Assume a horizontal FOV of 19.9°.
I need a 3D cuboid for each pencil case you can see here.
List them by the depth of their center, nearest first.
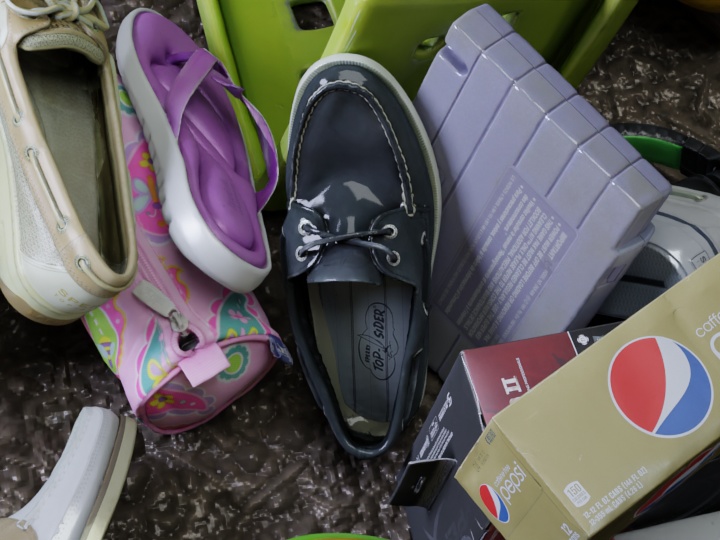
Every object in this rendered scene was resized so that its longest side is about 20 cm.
[{"bbox_3d":[-0.116,-0.017,1.018,0.087,0.088,0.200,-22,68,-22],"label":"pencil case"}]

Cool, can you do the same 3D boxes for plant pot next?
[{"bbox_3d":[0.029,-0.166,1.071,0.181,0.199,0.201,-6,64,-22],"label":"plant pot"}]

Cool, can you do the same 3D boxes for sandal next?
[{"bbox_3d":[-0.069,-0.067,1.016,0.082,0.050,0.203,35,25,-41],"label":"sandal"}]

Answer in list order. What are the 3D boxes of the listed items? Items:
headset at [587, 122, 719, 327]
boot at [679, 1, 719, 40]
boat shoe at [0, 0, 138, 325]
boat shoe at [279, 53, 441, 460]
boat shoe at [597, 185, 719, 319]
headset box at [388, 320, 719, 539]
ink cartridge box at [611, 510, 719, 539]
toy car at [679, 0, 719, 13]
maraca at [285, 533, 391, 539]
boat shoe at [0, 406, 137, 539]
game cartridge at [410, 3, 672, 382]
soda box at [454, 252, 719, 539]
[{"bbox_3d":[0.174,0.004,1.089,0.200,0.094,0.124,34,65,25],"label":"headset"},{"bbox_3d":[0.203,-0.246,1.219,0.200,0.064,0.187,36,74,12],"label":"boot"},{"bbox_3d":[-0.138,-0.078,0.947,0.073,0.063,0.201,11,65,-42],"label":"boat shoe"},{"bbox_3d":[-0.002,0.000,0.970,0.074,0.200,0.066,4,27,7],"label":"boat shoe"},{"bbox_3d":[0.108,-0.016,1.030,0.200,0.074,0.067,16,40,43],"label":"boat shoe"},{"bbox_3d":[0.113,0.087,0.973,0.199,0.149,0.075,-10,64,-16],"label":"headset box"},{"bbox_3d":[0.180,0.192,0.967,0.199,0.084,0.145,-10,64,-17],"label":"ink cartridge box"},{"bbox_3d":[0.189,-0.249,1.112,0.174,0.150,0.201,-10,73,-7],"label":"toy car"},{"bbox_3d":[-0.031,0.186,0.913,0.199,0.107,0.137,-7,62,-15],"label":"maraca"},{"bbox_3d":[-0.163,0.142,0.928,0.068,0.075,0.200,25,61,-4],"label":"boat shoe"},{"bbox_3d":[0.065,-0.020,0.991,0.130,0.200,0.038,43,53,11],"label":"game cartridge"},{"bbox_3d":[0.139,0.047,0.875,0.200,0.068,0.064,-34,74,-25],"label":"soda box"}]
